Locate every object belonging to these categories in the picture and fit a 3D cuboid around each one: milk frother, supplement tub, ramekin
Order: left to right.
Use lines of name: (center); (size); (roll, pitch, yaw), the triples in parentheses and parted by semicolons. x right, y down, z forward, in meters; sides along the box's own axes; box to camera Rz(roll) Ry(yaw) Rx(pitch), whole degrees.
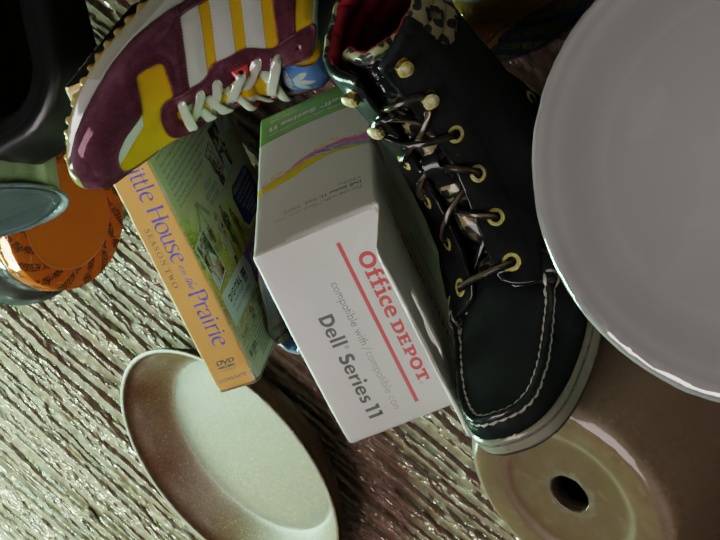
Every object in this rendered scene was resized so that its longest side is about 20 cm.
milk frother: (-0.269, -0.127, 1.144); (0.180, 0.200, 0.188); (-31, 67, 56)
supplement tub: (-0.260, -0.040, 1.335); (0.200, 0.123, 0.123); (5, 125, 45)
ramekin: (0.179, -0.040, 0.829); (0.202, 0.202, 0.094); (34, -175, 20)

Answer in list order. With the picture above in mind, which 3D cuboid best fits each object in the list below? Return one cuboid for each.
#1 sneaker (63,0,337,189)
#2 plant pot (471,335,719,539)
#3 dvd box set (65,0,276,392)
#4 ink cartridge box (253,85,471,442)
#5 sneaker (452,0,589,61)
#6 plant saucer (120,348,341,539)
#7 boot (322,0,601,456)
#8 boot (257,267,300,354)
sneaker: (-0.067, -0.110, 1.016); (0.090, 0.200, 0.075); (37, 174, 13)
plant pot: (0.149, 0.060, 0.953); (0.200, 0.175, 0.200); (26, 138, 26)
dvd box set: (-0.097, -0.048, 1.147); (0.029, 0.146, 0.200); (-18, 112, 17)
ink cartridge box: (0.000, 0.000, 0.966); (0.067, 0.200, 0.117); (-22, 116, 10)
sneaker: (0.071, -0.169, 0.933); (0.200, 0.075, 0.088); (124, 132, -61)
plant saucer: (-0.083, 0.130, 1.375); (0.200, 0.037, 0.201); (27, 138, 27)
boot: (0.040, -0.033, 0.879); (0.073, 0.204, 0.154); (-22, 131, 31)
boot: (-0.005, -0.033, 1.096); (0.074, 0.096, 0.200); (33, 141, 21)
